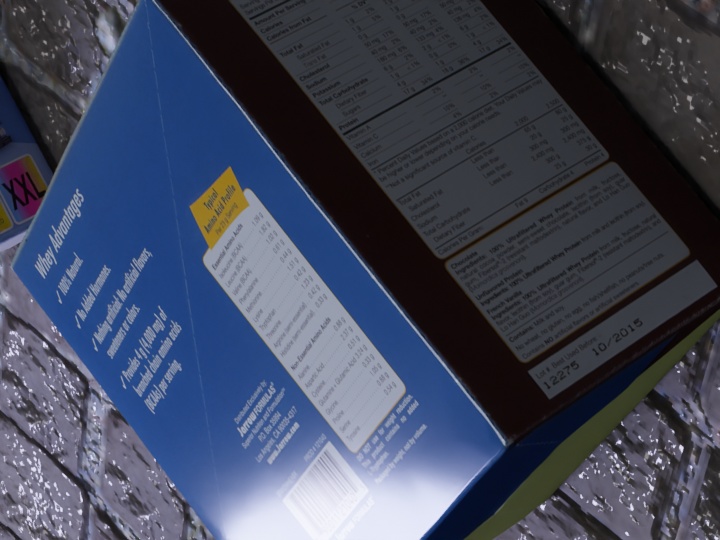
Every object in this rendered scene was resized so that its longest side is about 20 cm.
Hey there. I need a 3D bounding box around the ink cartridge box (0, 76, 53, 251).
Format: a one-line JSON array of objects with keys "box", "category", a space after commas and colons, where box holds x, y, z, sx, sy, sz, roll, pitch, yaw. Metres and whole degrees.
[{"box": [-0.247, -0.082, 1.196, 0.076, 0.136, 0.200, -27, 92, 54], "category": "ink cartridge box"}]

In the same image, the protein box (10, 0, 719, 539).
[{"box": [0.000, 0.000, 0.943, 0.200, 0.135, 0.199, 52, 145, 12], "category": "protein box"}]
